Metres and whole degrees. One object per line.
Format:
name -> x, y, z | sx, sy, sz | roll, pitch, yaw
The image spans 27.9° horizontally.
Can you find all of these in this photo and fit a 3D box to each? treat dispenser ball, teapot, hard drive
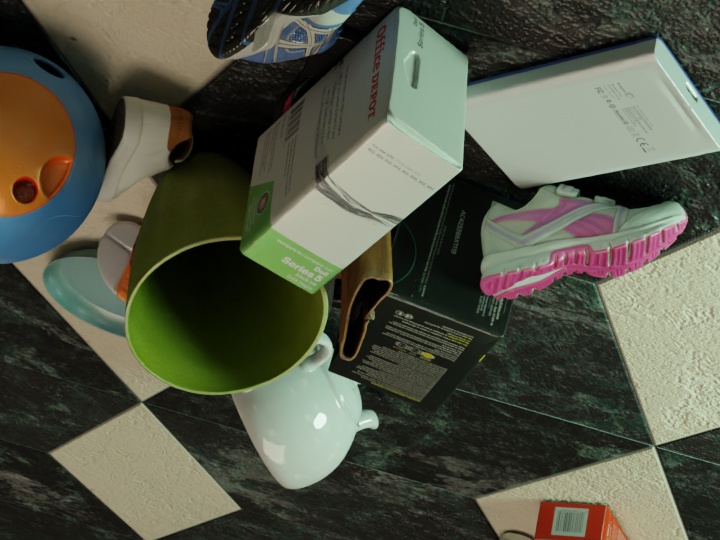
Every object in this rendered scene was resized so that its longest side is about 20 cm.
treat dispenser ball -> -0.338, -0.107, 1.353 | 0.199, 0.203, 0.201 | 12, 151, 7
teapot -> -0.063, 0.151, 1.727 | 0.145, 0.200, 0.199 | -27, 101, 3
hard drive -> 0.190, -0.129, 1.226 | 0.199, 0.026, 0.132 | -9, 143, 38

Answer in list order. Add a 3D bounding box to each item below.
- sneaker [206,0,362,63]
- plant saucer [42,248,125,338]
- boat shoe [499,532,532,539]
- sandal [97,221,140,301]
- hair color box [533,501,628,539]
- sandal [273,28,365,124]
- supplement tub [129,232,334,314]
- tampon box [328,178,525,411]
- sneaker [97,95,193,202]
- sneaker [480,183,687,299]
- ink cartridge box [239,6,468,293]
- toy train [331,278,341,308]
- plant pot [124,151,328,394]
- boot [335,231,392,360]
sneaker -> -0.038, -0.220, 1.157 | 0.077, 0.077, 0.199 | 10, 161, -41
plant saucer -> -0.285, 0.028, 1.747 | 0.198, 0.028, 0.201 | 12, 151, 7
boat shoe -> 0.226, 0.460, 2.202 | 0.072, 0.062, 0.201 | 12, 151, 6
sandal -> -0.211, 0.024, 1.640 | 0.206, 0.079, 0.059 | 39, -177, -13
hair color box -> 0.323, 0.396, 2.041 | 0.101, 0.062, 0.200 | -1, 147, 27
sandal -> -0.037, -0.143, 1.299 | 0.074, 0.045, 0.200 | 18, 151, -6
supplement tub -> -0.135, 0.005, 1.530 | 0.198, 0.124, 0.123 | 6, 150, 18
tampon box -> 0.066, 0.022, 1.424 | 0.125, 0.151, 0.200 | 21, 151, -6
sneaker -> -0.213, -0.111, 1.420 | 0.084, 0.074, 0.200 | 3, 167, -21
sneaker -> 0.197, -0.042, 1.314 | 0.198, 0.089, 0.082 | -11, 158, -5
ink cartridge box -> -0.005, -0.099, 1.206 | 0.084, 0.146, 0.200 | 31, 132, -25
toy train -> -0.070, 0.019, 1.599 | 0.198, 0.046, 0.034 | 6, 150, 19
plant pot -> -0.138, -0.019, 1.384 | 0.185, 0.201, 0.189 | -7, 130, -8
boot -> 0.000, 0.000, 1.331 | 0.068, 0.201, 0.189 | 14, 137, -16
